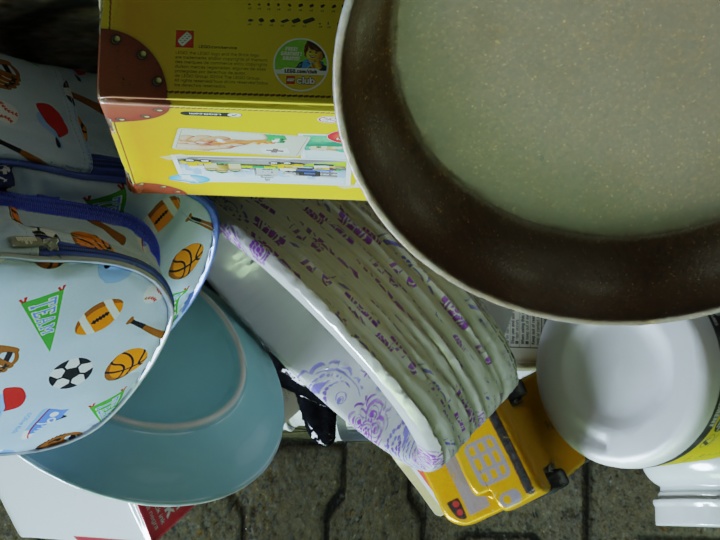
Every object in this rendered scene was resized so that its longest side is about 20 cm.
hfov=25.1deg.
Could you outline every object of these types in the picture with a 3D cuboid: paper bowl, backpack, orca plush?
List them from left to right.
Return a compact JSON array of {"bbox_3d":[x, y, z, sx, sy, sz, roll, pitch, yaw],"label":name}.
[{"bbox_3d":[-0.159,-0.009,0.722,0.190,0.154,0.200,-6,148,-43],"label":"backpack"},{"bbox_3d":[-0.009,0.088,1.097,0.200,0.071,0.105,26,174,-18],"label":"orca plush"},{"bbox_3d":[0.000,0.000,0.836,0.201,0.104,0.201,42,168,11],"label":"paper bowl"}]

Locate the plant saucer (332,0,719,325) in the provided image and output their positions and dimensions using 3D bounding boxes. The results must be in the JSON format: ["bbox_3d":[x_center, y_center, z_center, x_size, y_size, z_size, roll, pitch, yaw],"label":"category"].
[{"bbox_3d":[0.091,-0.068,0.505,0.200,0.035,0.200,-2,129,-2],"label":"plant saucer"}]

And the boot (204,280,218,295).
[{"bbox_3d":[-0.183,0.034,0.994,0.200,0.072,0.144,-8,155,-5],"label":"boot"}]

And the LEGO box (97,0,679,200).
[{"bbox_3d":[0.007,-0.077,0.614,0.200,0.077,0.149,2,171,-4],"label":"LEGO box"}]

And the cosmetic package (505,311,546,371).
[{"bbox_3d":[0.127,0.018,1.096,0.200,0.104,0.087,3,172,-3],"label":"cosmetic package"}]

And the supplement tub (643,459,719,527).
[{"bbox_3d":[0.283,0.092,1.215,0.145,0.200,0.145,1,170,0],"label":"supplement tub"}]

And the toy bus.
[{"bbox_3d":[0.089,0.103,0.967,0.078,0.065,0.200,-27,174,17],"label":"toy bus"}]

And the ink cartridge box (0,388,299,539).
[{"bbox_3d":[-0.146,0.103,1.146,0.147,0.083,0.200,-4,-155,41],"label":"ink cartridge box"}]

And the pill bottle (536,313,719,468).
[{"bbox_3d":[0.200,0.056,0.953,0.111,0.111,0.200,-6,175,37],"label":"pill bottle"}]

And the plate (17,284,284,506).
[{"bbox_3d":[-0.126,0.040,0.854,0.200,0.200,0.026,7,130,-32],"label":"plate"}]

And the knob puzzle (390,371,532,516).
[{"bbox_3d":[0.078,0.062,1.165,0.219,0.220,0.030,2,-161,-1],"label":"knob puzzle"}]

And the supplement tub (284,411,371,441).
[{"bbox_3d":[0.028,0.064,1.265,0.200,0.141,0.140,0,170,7],"label":"supplement tub"}]
